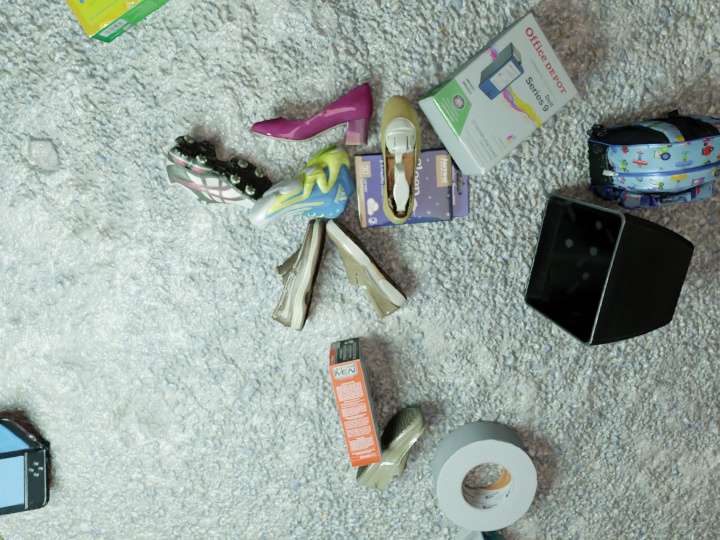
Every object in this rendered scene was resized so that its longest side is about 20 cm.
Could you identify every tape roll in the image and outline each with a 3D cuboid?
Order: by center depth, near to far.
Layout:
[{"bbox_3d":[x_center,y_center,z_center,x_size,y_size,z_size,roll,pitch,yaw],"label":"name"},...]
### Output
[{"bbox_3d":[0.240,0.403,1.036,0.195,0.066,0.206,0,106,-1],"label":"tape roll"}]

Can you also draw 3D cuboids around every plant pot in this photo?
[{"bbox_3d":[0.414,-0.003,0.872,0.173,0.200,0.205,5,105,-13],"label":"plant pot"}]

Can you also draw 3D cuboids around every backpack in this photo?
[{"bbox_3d":[0.469,-0.168,0.816,0.178,0.200,0.138,-9,106,1],"label":"backpack"}]

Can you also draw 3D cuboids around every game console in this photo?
[{"bbox_3d":[-0.701,0.371,0.975,0.195,0.119,0.177,-9,78,2],"label":"game console"}]

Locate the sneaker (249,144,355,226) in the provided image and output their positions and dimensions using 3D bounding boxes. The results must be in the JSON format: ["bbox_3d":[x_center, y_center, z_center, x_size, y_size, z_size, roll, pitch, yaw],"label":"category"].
[{"bbox_3d":[-0.081,-0.112,0.862,0.199,0.075,0.106,-40,116,-16],"label":"sneaker"}]

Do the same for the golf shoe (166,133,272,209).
[{"bbox_3d":[-0.229,-0.145,0.887,0.197,0.078,0.088,29,130,-12],"label":"golf shoe"}]

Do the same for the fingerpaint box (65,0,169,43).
[{"bbox_3d":[-0.359,-0.473,0.784,0.197,0.074,0.169,-31,105,6],"label":"fingerpaint box"}]

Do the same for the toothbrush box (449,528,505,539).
[{"bbox_3d":[0.265,0.634,1.089,0.199,0.085,0.147,42,101,-12],"label":"toothbrush box"}]

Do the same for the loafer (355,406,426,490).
[{"bbox_3d":[0.068,0.345,1.016,0.068,0.076,0.201,33,111,-11],"label":"loafer"}]

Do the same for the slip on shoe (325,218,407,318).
[{"bbox_3d":[0.000,0.000,0.919,0.060,0.076,0.200,-39,112,9],"label":"slip on shoe"}]

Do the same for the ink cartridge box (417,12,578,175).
[{"bbox_3d":[0.214,-0.270,0.830,0.199,0.088,0.146,-39,104,-2],"label":"ink cartridge box"}]

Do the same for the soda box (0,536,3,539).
[{"bbox_3d":[-0.785,0.532,1.052,0.067,0.064,0.203,-24,105,6],"label":"soda box"}]

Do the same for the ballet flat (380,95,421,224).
[{"bbox_3d":[0.067,-0.175,0.846,0.067,0.063,0.205,-3,102,0],"label":"ballet flat"}]

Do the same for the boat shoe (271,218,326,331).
[{"bbox_3d":[-0.114,0.005,0.919,0.073,0.075,0.207,15,105,1],"label":"boat shoe"}]

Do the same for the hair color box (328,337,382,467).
[{"bbox_3d":[-0.009,0.239,0.969,0.060,0.102,0.205,-11,104,2],"label":"hair color box"}]

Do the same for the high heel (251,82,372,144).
[{"bbox_3d":[-0.078,-0.257,0.855,0.195,0.067,0.099,0,105,-12],"label":"high heel"}]

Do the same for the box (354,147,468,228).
[{"bbox_3d":[0.090,-0.143,0.904,0.194,0.032,0.124,-5,105,-1],"label":"box"}]
